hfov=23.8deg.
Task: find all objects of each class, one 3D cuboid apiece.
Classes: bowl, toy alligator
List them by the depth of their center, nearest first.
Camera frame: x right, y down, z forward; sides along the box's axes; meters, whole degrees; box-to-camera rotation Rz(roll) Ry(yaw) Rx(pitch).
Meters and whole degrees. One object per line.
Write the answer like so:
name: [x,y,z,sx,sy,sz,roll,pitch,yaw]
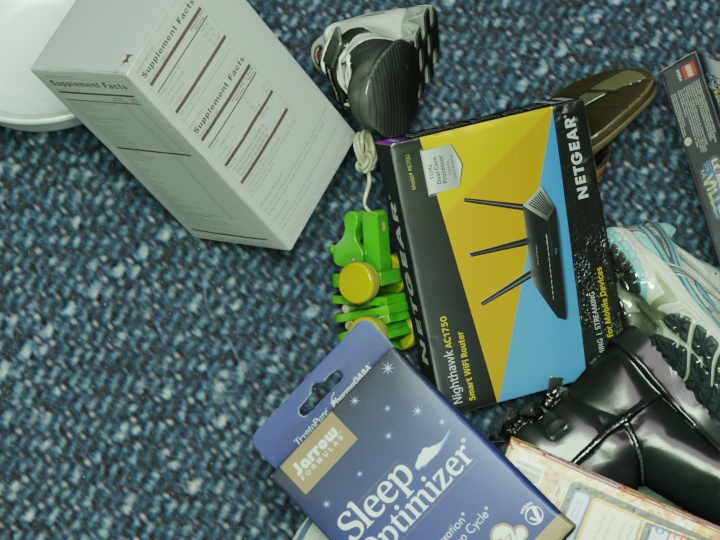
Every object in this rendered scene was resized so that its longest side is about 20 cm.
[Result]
toy alligator: [0.000,0.000,1.253,0.054,0.059,0.201,-10,91,32]
bowl: [-0.242,-0.183,1.308,0.200,0.090,0.202,1,68,-3]

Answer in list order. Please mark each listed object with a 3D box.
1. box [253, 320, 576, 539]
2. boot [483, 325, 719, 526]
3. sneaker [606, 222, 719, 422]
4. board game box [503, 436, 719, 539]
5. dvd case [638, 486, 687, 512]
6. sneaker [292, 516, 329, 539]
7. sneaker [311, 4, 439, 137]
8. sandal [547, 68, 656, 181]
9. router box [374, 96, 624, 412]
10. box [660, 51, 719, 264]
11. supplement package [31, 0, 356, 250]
box: [0.028,0.140,1.118,0.200,0.032,0.121,44,95,16]
boot: [0.181,0.153,1.187,0.162,0.073,0.199,-39,79,-6]
sneaker: [0.251,0.035,1.250,0.086,0.078,0.200,-20,60,-28]
board game box: [0.162,0.219,1.130,0.199,0.046,0.152,24,89,6]
dvd case: [0.234,0.177,1.231,0.145,0.022,0.201,-5,69,-6]
sneaker: [-0.012,0.240,1.167,0.115,0.081,0.200,31,76,5]
sneaker: [0.001,-0.149,1.284,0.088,0.200,0.075,2,111,11]
sandal: [0.152,-0.074,1.304,0.200,0.055,0.082,-51,37,-7]
router box: [0.103,-0.011,1.231,0.148,0.051,0.201,-14,101,-11]
box: [0.296,-0.061,1.289,0.110,0.035,0.201,11,59,-46]
supplement package: [-0.115,-0.120,1.219,0.113,0.200,0.110,9,61,42]
